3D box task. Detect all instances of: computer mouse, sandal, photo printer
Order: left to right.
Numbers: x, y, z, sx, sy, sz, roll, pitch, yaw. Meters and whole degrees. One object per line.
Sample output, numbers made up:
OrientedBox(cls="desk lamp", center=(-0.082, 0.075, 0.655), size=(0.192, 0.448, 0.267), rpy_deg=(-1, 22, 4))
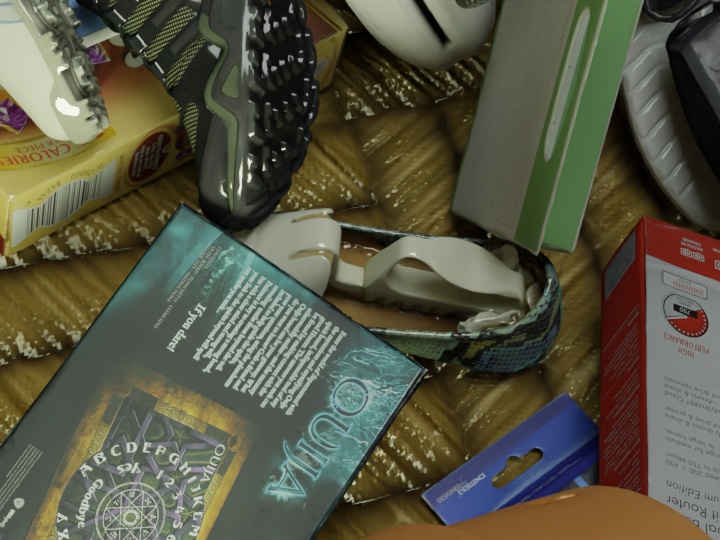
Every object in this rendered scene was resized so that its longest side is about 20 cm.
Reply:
OrientedBox(cls="photo printer", center=(0.001, -0.203, 1.036), size=(0.069, 0.166, 0.201), rpy_deg=(-26, 64, 9))
OrientedBox(cls="sandal", center=(0.154, -0.118, 1.063), size=(0.082, 0.050, 0.204), rpy_deg=(-26, 96, -13))
OrientedBox(cls="computer mouse", center=(0.208, -0.083, 1.013), size=(0.138, 0.053, 0.201), rpy_deg=(-15, 70, -10))

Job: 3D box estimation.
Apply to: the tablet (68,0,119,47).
OrientedBox(cls="tablet", center=(-0.154, -0.163, 0.983), size=(0.199, 0.014, 0.131), rpy_deg=(-26, 82, -24))

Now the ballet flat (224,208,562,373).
OrientedBox(cls="ballet flat", center=(0.000, 0.000, 0.968), size=(0.199, 0.074, 0.075), rpy_deg=(6, 58, -9))

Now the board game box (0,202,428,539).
OrientedBox(cls="board game box", center=(-0.080, 0.087, 0.894), size=(0.135, 0.028, 0.200), rpy_deg=(34, 71, 5))

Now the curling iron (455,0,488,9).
OrientedBox(cls="curling iron", center=(0.083, -0.192, 1.010), size=(0.026, 0.050, 0.200), rpy_deg=(41, 43, -14))

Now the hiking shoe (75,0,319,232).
OrientedBox(cls="hiking shoe", center=(-0.080, -0.117, 0.953), size=(0.100, 0.076, 0.201), rpy_deg=(-4, 92, 25))

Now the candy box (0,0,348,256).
OrientedBox(cls="candy box", center=(-0.119, -0.105, 1.010), size=(0.199, 0.057, 0.117), rpy_deg=(-30, 71, -25))

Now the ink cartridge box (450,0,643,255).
OrientedBox(cls="ink cartridge box", center=(0.094, -0.081, 0.932), size=(0.048, 0.200, 0.146), rpy_deg=(14, 95, -11))

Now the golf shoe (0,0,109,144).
OrientedBox(cls="golf shoe", center=(-0.194, -0.126, 0.925), size=(0.097, 0.078, 0.200), rpy_deg=(-36, 90, 4))

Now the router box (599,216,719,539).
OrientedBox(cls="router box", center=(0.207, 0.084, 0.944), size=(0.199, 0.049, 0.180), rpy_deg=(17, 48, -13))

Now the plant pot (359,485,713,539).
OrientedBox(cls="plant pot", center=(0.074, 0.176, 0.816), size=(0.140, 0.200, 0.200), rpy_deg=(-26, 68, -40))

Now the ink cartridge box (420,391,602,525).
OrientedBox(cls="ink cartridge box", center=(0.127, 0.144, 0.929), size=(0.099, 0.039, 0.200), rpy_deg=(-34, 71, -27))
